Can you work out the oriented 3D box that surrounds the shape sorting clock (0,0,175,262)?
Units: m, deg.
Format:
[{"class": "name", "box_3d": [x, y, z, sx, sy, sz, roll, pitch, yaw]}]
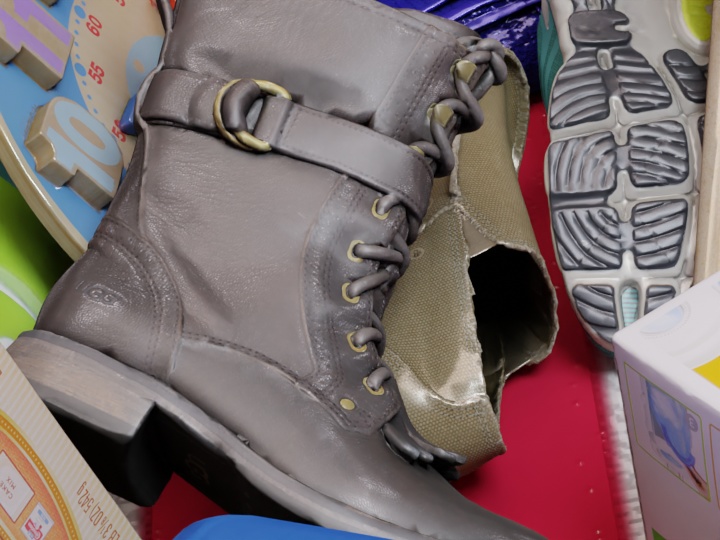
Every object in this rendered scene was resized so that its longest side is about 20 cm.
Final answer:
[{"class": "shape sorting clock", "box_3d": [-0.057, -0.055, 0.995, 0.039, 0.200, 0.200, -38, 23, 33]}]

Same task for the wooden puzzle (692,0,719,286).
[{"class": "wooden puzzle", "box_3d": [0.196, -0.058, 0.928, 0.185, 0.046, 0.201, 1, 79, 18]}]

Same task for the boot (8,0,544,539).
[{"class": "boot", "box_3d": [0.000, 0.000, 0.884, 0.199, 0.069, 0.174, 26, 68, 5]}]

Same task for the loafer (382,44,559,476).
[{"class": "loafer", "box_3d": [0.034, 0.000, 0.985, 0.067, 0.076, 0.200, 1, 48, 18]}]

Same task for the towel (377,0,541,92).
[{"class": "towel", "box_3d": [0.024, -0.112, 1.152, 0.199, 0.050, 0.148, -23, 38, -13]}]

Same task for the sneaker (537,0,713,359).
[{"class": "sneaker", "box_3d": [0.096, -0.050, 1.027, 0.077, 0.080, 0.201, 2, 55, -4]}]

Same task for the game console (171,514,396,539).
[{"class": "game console", "box_3d": [0.022, 0.143, 0.721, 0.199, 0.118, 0.171, 8, 74, 16]}]

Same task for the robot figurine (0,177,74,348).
[{"class": "robot figurine", "box_3d": [-0.151, 0.016, 0.980, 0.175, 0.116, 0.200, 15, 32, -15]}]

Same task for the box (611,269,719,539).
[{"class": "box", "box_3d": [0.176, 0.072, 0.811, 0.112, 0.102, 0.200, -30, 39, -22]}]

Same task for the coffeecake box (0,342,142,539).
[{"class": "coffeecake box", "box_3d": [-0.158, 0.110, 0.794, 0.073, 0.154, 0.200, 5, 49, 39]}]
